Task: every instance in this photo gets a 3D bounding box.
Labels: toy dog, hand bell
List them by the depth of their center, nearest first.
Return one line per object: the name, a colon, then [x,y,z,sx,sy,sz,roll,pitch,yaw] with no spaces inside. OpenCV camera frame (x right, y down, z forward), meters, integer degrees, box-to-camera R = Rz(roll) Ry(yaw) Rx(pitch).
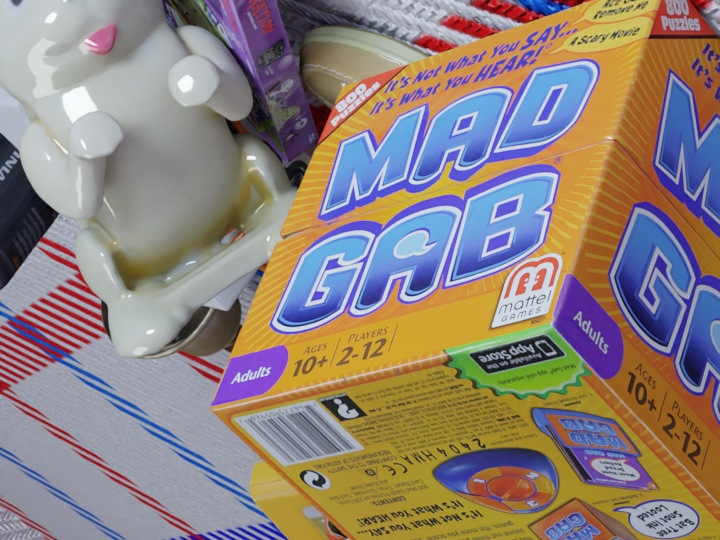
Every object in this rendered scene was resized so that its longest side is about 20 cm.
toy dog: [-0.123,-0.090,1.305,0.201,0.139,0.194,61,179,-24]
hand bell: [-0.093,0.049,1.819,0.104,0.105,0.200,21,171,37]

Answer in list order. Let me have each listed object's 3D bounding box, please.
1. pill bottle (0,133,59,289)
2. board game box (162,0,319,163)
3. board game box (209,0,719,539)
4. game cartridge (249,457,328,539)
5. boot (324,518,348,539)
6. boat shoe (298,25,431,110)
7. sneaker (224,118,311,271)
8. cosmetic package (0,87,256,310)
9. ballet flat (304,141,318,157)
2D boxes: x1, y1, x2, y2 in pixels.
pill bottle: [-0.249,-0.058,1.616,0.106,0.201,0.106,31,162,11]
board game box: [-0.081,-0.148,1.305,0.120,0.032,0.200,52,171,24]
board game box: [0.093,0.027,1.118,0.199,0.201,0.200,-16,131,40]
game cartridge: [0.058,0.158,1.507,0.199,0.033,0.177,-11,139,26]
boot: [0.007,0.184,1.478,0.107,0.075,0.200,31,131,-18]
boat shoe: [0.043,-0.061,1.299,0.200,0.063,0.073,33,163,10]
sneaker: [-0.078,-0.083,1.453,0.200,0.076,0.092,44,-156,-19]
cosmetic package: [-0.135,-0.077,1.524,0.200,0.102,0.071,47,160,-30]
ballet flat: [0.000,0.000,1.537,0.071,0.072,0.200,20,156,38]
